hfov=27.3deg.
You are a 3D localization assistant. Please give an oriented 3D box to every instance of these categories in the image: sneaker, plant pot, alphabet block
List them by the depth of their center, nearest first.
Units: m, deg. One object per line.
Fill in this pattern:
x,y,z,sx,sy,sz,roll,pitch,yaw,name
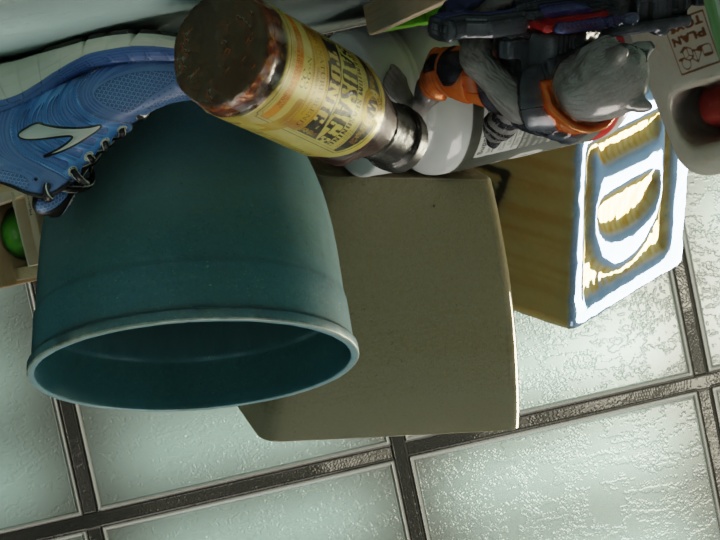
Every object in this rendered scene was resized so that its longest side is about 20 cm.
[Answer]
-0.159,-0.079,0.825,0.198,0.090,0.079,-14,-177,6,sneaker
-0.106,-0.029,0.918,0.197,0.190,0.200,-4,161,-1,plant pot
0.000,0.000,1.087,0.198,0.179,0.200,0,-163,-22,plant pot
0.165,-0.089,1.342,0.199,0.199,0.194,19,-150,38,alphabet block

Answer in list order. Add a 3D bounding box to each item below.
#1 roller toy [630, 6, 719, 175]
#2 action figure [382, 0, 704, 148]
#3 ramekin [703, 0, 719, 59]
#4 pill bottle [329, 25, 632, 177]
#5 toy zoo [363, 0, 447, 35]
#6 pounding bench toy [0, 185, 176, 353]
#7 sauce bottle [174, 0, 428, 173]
0.273,-0.156,0.963,0.181,0.141,0.200,-22,-174,9,roller toy
0.122,-0.116,0.854,0.198,0.106,0.193,-9,-168,-14,action figure
0.264,-0.162,0.749,0.198,0.099,0.200,-12,-177,1,ramekin
0.078,-0.129,1.011,0.198,0.115,0.114,-14,-176,-25,pill bottle
0.116,-0.179,0.896,0.198,0.021,0.131,-14,-176,-23,toy zoo
-0.196,-0.027,1.058,0.123,0.202,0.155,-14,-177,-31,pounding bench toy
-0.023,-0.096,0.817,0.065,0.067,0.199,-10,168,28,sauce bottle
